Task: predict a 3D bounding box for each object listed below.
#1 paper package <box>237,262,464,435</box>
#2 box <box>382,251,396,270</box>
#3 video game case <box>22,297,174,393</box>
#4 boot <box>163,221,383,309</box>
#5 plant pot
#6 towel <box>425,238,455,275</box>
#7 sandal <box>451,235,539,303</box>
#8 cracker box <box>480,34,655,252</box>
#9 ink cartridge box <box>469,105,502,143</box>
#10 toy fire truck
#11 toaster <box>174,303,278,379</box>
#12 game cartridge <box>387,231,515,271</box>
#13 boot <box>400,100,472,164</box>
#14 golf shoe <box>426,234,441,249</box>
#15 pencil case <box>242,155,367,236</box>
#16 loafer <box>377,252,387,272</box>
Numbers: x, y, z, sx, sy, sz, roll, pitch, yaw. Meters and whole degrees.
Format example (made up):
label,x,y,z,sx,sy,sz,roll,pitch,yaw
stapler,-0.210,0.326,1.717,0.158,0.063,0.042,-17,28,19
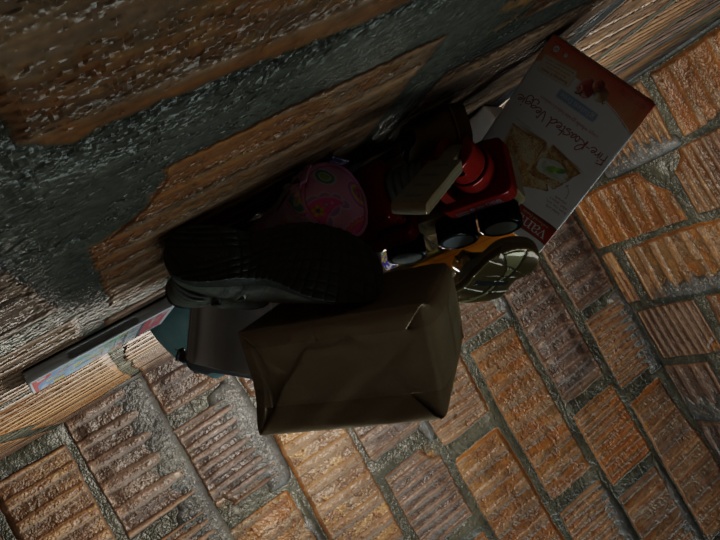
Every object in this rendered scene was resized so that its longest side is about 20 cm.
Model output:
label,x,y,z,sx,sy,sz,roll,pitch,yaw
paper package,0.001,0.072,0.648,0.187,0.105,0.200,-10,-170,14
box,0.035,-0.052,1.091,0.070,0.064,0.201,-44,-157,20
video game case,-0.354,0.102,0.876,0.199,0.018,0.143,-31,180,-29
boot,-0.085,0.006,0.604,0.196,0.069,0.131,6,163,-10
plant pot,-0.232,0.097,1.067,0.198,0.136,0.200,-31,179,-1
towel,0.118,-0.083,1.113,0.034,0.194,0.200,-36,178,26
sandal,0.136,-0.004,0.734,0.079,0.055,0.200,3,158,-17
cracker box,0.216,-0.142,0.736,0.201,0.133,0.058,-58,167,27
ink cartridge box,0.157,-0.154,0.994,0.200,0.086,0.146,-43,174,25
toy fire truck,0.059,-0.075,0.644,0.174,0.131,0.199,-17,159,26
toaster,-0.138,0.063,0.810,0.197,0.132,0.114,7,-171,14
game cartridge,0.108,-0.014,0.885,0.174,0.033,0.200,-23,179,-13
boot,0.082,-0.144,0.778,0.074,0.075,0.200,-18,172,0
golf shoe,0.091,-0.076,0.846,0.076,0.091,0.200,-64,172,4
pencil case,-0.076,-0.035,0.659,0.087,0.088,0.199,-30,178,-43
loafer,0.000,0.000,0.829,0.071,0.064,0.200,-24,173,-6
